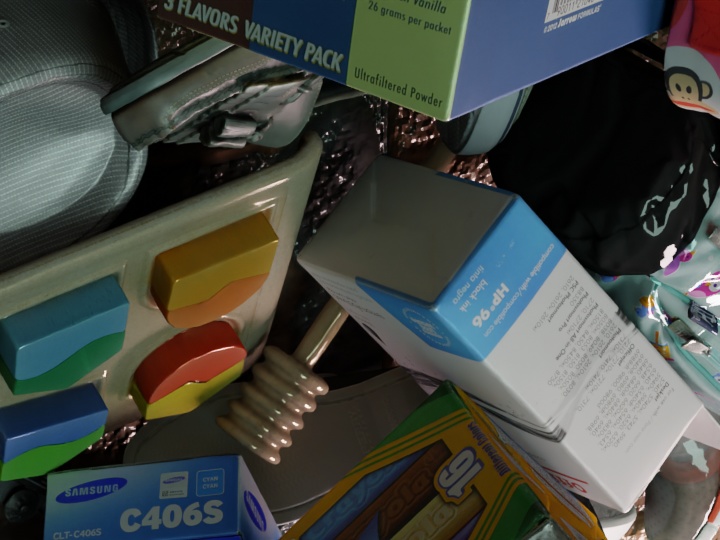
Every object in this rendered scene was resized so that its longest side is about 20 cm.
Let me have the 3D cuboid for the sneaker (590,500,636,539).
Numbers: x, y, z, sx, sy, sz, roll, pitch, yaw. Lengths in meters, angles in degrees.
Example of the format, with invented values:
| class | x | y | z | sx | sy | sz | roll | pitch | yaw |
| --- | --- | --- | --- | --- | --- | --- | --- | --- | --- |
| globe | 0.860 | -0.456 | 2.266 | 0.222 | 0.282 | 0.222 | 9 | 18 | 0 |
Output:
| class | x | y | z | sx | sy | sz | roll | pitch | yaw |
| --- | --- | --- | --- | --- | --- | --- | --- | --- | --- |
| sneaker | 0.056 | 0.170 | 1.254 | 0.200 | 0.074 | 0.118 | -1 | 130 | -47 |

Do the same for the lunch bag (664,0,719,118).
| class | x | y | z | sx | sy | sz | roll | pitch | yaw |
| --- | --- | --- | --- | --- | --- | --- | --- | --- | --- |
| lunch bag | 0.196 | -0.154 | 0.980 | 0.176 | 0.082 | 0.201 | -10 | 117 | -48 |

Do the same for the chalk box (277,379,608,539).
| class | x | y | z | sx | sy | sz | roll | pitch | yaw |
| --- | --- | --- | --- | --- | --- | --- | --- | --- | --- |
| chalk box | 0.022 | 0.176 | 1.045 | 0.200 | 0.124 | 0.125 | -42 | 122 | 5 |

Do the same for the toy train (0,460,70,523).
| class | x | y | z | sx | sy | sz | roll | pitch | yaw |
| --- | --- | --- | --- | --- | --- | --- | --- | --- | --- |
| toy train | -0.123 | 0.120 | 1.172 | 0.200 | 0.034 | 0.046 | 31 | 93 | -40 |

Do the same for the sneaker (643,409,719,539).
| class | x | y | z | sx | sy | sz | roll | pitch | yaw |
| --- | --- | --- | --- | --- | --- | --- | --- | --- | --- |
| sneaker | 0.164 | 0.064 | 1.273 | 0.082 | 0.077 | 0.201 | 1 | 115 | -13 |

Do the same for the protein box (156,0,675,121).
| class | x | y | z | sx | sy | sz | roll | pitch | yaw |
| --- | --- | --- | --- | --- | --- | --- | --- | --- | --- |
| protein box | 0.042 | -0.189 | 0.900 | 0.198 | 0.135 | 0.201 | -27 | 132 | -54 |

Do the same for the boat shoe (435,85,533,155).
| class | x | y | z | sx | sy | sz | roll | pitch | yaw |
| --- | --- | --- | --- | --- | --- | --- | --- | --- | --- |
| boat shoe | 0.078 | -0.144 | 1.065 | 0.062 | 0.072 | 0.201 | -3 | 121 | -24 |

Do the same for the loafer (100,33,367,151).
| class | x | y | z | sx | sy | sz | roll | pitch | yaw |
| --- | --- | --- | --- | --- | --- | --- | --- | --- | --- |
| loafer | -0.027 | -0.084 | 0.990 | 0.200 | 0.072 | 0.063 | -34 | 100 | -50 |

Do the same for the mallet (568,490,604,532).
| class | x | y | z | sx | sy | sz | roll | pitch | yaw |
| --- | --- | --- | --- | --- | --- | --- | --- | --- | --- |
| mallet | 0.029 | 0.153 | 1.139 | 0.199 | 0.041 | 0.066 | -24 | 102 | -19 |

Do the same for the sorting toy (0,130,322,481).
| class | x | y | z | sx | sy | sz | roll | pitch | yaw |
| --- | --- | --- | --- | --- | --- | --- | --- | --- | --- |
| sorting toy | -0.105 | 0.034 | 1.046 | 0.200 | 0.037 | 0.185 | -28 | 158 | -25 |

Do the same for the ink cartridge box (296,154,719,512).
| class | x | y | z | sx | sy | sz | roll | pitch | yaw |
| --- | --- | --- | --- | --- | --- | --- | --- | --- | --- |
| ink cartridge box | 0.077 | 0.041 | 1.097 | 0.068 | 0.116 | 0.200 | -52 | 123 | -12 |

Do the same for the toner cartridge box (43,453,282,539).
| class | x | y | z | sx | sy | sz | roll | pitch | yaw |
| --- | --- | --- | --- | --- | --- | --- | --- | --- | --- |
| toner cartridge box | -0.080 | 0.157 | 1.144 | 0.095 | 0.043 | 0.200 | -7 | 147 | 8 |

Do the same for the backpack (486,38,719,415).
| class | x | y | z | sx | sy | sz | roll | pitch | yaw |
| --- | --- | --- | --- | --- | --- | --- | --- | --- | --- |
| backpack | 0.160 | -0.014 | 1.132 | 0.127 | 0.167 | 0.200 | -47 | 127 | 8 |

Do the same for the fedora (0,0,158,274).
| class | x | y | z | sx | sy | sz | roll | pitch | yaw |
| --- | --- | --- | --- | --- | --- | --- | --- | --- | --- |
| fedora | -0.169 | -0.053 | 0.981 | 0.199 | 0.090 | 0.177 | -15 | 128 | -19 |

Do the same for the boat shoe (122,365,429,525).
| class | x | y | z | sx | sy | sz | roll | pitch | yaw |
| --- | --- | --- | --- | --- | --- | --- | --- | --- | --- |
| boat shoe | -0.023 | 0.089 | 1.179 | 0.199 | 0.076 | 0.060 | -7 | 170 | -13 |

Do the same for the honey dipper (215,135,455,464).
| class | x | y | z | sx | sy | sz | roll | pitch | yaw |
| --- | --- | --- | --- | --- | --- | --- | --- | --- | --- |
| honey dipper | 0.000 | 0.000 | 1.127 | 0.038 | 0.038 | 0.200 | 35 | 88 | -41 |
